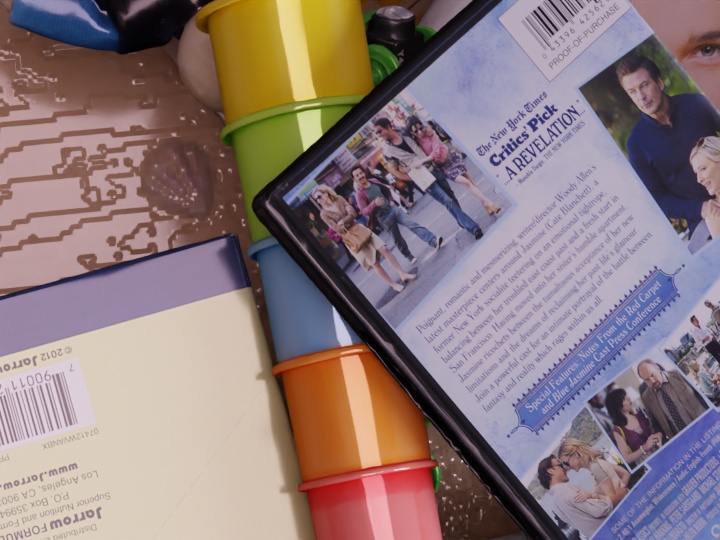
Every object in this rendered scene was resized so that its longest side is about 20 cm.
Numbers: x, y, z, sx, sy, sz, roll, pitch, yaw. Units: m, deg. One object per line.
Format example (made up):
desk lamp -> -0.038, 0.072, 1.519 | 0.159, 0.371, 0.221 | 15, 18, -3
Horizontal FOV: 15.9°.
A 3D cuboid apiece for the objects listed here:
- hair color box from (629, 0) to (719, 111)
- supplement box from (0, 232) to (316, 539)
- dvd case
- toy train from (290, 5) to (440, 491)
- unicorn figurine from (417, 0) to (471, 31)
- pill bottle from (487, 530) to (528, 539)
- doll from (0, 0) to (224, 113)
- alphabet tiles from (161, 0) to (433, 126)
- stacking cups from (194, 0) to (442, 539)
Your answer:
hair color box -> 0.118, -0.030, 0.916 | 0.060, 0.099, 0.201 | 24, 73, -47
supplement box -> -0.114, 0.115, 0.892 | 0.199, 0.134, 0.201 | -15, 87, -10
dvd case -> 0.078, 0.009, 0.829 | 0.143, 0.018, 0.200 | -42, 97, -18
toy train -> 0.000, 0.000, 0.923 | 0.042, 0.056, 0.201 | -27, 124, -48
unicorn figurine -> 0.034, -0.082, 0.956 | 0.137, 0.074, 0.201 | 33, 84, 0
pill bottle -> 0.069, 0.198, 0.924 | 0.112, 0.112, 0.201 | -17, 88, -9
doll -> -0.083, -0.139, 0.926 | 0.136, 0.049, 0.201 | -29, 66, -9
alphabet tiles -> 0.020, -0.123, 0.998 | 0.200, 0.008, 0.167 | -40, 91, -9
stacking cups -> -0.012, 0.009, 0.837 | 0.060, 0.061, 0.201 | -7, 82, -9
